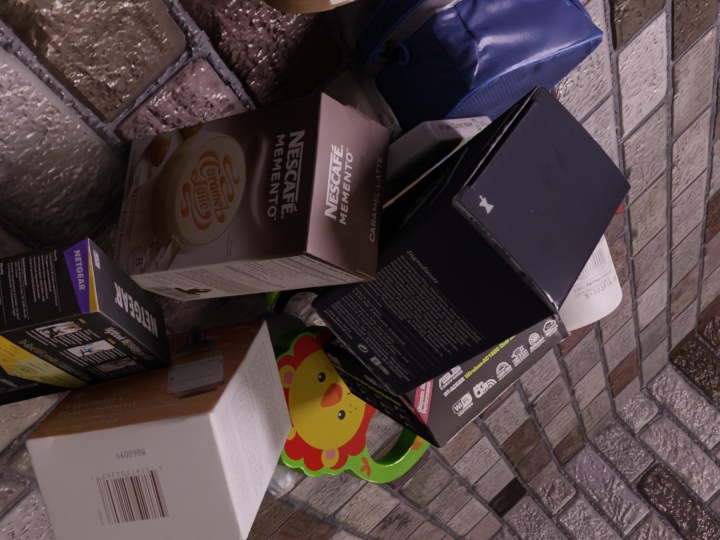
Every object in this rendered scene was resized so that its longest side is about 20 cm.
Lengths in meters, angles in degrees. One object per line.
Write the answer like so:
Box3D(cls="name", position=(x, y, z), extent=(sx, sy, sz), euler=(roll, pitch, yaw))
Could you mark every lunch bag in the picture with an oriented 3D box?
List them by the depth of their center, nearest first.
Box3D(cls="lunch bag", position=(0.090, -0.202, 0.931), extent=(0.198, 0.134, 0.136), euler=(-25, 171, -33))

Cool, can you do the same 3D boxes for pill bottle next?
Box3D(cls="pill bottle", position=(0.167, -0.049, 1.030), extent=(0.113, 0.203, 0.114), euler=(-19, -172, 3))

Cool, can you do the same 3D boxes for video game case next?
Box3D(cls="video game case", position=(0.008, -0.061, 0.888), extent=(0.199, 0.022, 0.182), euler=(-34, 176, 23))

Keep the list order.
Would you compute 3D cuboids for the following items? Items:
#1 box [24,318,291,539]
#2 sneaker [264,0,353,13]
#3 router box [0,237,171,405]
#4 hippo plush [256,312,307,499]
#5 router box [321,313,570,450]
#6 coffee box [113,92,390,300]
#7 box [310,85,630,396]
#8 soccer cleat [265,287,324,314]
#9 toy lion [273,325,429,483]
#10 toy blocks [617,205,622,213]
Box3D(cls="box", position=(-0.154, 0.132, 0.883), extent=(0.150, 0.108, 0.200), euler=(-10, -164, 9))
Box3D(cls="sneaker", position=(0.009, -0.265, 0.804), extent=(0.199, 0.067, 0.091), euler=(-28, 141, -30))
Box3D(cls="router box", position=(-0.237, 0.045, 0.783), extent=(0.155, 0.053, 0.200), euler=(-12, 164, 0))
Box3D(cls="hippo plush", position=(-0.120, 0.118, 1.127), extent=(0.162, 0.158, 0.201), euler=(-56, 133, -27))
Box3D(cls="router box", position=(0.068, 0.062, 0.958), extent=(0.149, 0.199, 0.063), euler=(-38, 110, -14))
Box3D(cls="coffee box", position=(-0.083, -0.048, 0.788), extent=(0.079, 0.198, 0.116), euler=(22, 67, -48))
Box3D(cls="box", position=(0.078, -0.017, 0.802), extent=(0.148, 0.104, 0.199), euler=(-51, -170, -37))
Box3D(cls="soccer cleat", position=(0.000, 0.000, 1.027), extent=(0.197, 0.083, 0.067), euler=(-7, 165, 18))
Box3D(cls="toy lion", position=(-0.012, 0.132, 1.075), extent=(0.192, 0.068, 0.201), euler=(-46, 116, -28))
Box3D(cls="toy blocks", position=(0.181, -0.050, 1.133), extent=(0.201, 0.136, 0.100), euler=(-54, 179, -11))
